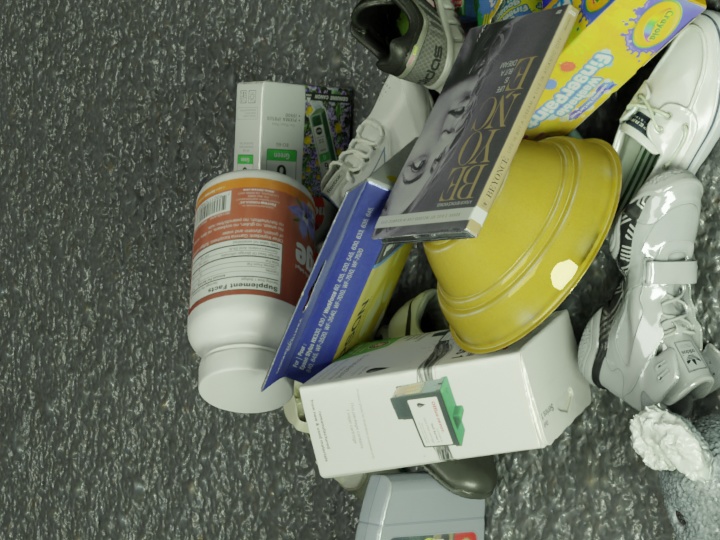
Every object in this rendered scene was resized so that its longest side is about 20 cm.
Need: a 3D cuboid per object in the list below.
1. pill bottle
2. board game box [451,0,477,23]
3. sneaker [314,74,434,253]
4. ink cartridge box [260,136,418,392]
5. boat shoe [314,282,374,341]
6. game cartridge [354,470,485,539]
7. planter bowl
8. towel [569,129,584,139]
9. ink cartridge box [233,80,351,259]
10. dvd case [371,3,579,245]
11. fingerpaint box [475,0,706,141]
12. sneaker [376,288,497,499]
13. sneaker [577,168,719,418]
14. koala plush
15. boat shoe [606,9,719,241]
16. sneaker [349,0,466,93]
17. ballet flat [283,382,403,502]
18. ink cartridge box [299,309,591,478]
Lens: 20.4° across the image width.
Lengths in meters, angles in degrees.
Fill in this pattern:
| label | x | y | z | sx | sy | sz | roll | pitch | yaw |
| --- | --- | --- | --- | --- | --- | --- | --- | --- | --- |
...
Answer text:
| label | x | y | z | sx | sy | sz | roll | pitch | yaw |
| --- | --- | --- | --- | --- | --- | --- | --- | --- | --- |
| pill bottle | -0.098 | 0.020 | 1.798 | 0.112 | 0.112 | 0.201 | -35 | 44 | 46 |
| board game box | 0.058 | -0.323 | 1.842 | 0.151 | 0.036 | 0.201 | -3 | 86 | 52 |
| sneaker | 0.013 | -0.091 | 1.853 | 0.074 | 0.087 | 0.201 | 36 | 115 | 49 |
| ink cartridge box | 0.000 | 0.000 | 1.714 | 0.047 | 0.200 | 0.198 | 27 | 113 | 7 |
| boat shoe | -0.005 | 0.073 | 1.893 | 0.200 | 0.093 | 0.075 | 45 | 123 | 9 |
| game cartridge | 0.050 | 0.277 | 1.753 | 0.041 | 0.133 | 0.201 | 2 | 91 | 53 |
| planter bowl | 0.107 | -0.041 | 1.578 | 0.200 | 0.083 | 0.201 | -44 | 25 | 27 |
| towel | 0.124 | -0.073 | 1.741 | 0.200 | 0.048 | 0.172 | 57 | 134 | 37 |
| ink cartridge box | -0.067 | -0.079 | 1.937 | 0.050 | 0.108 | 0.201 | 4 | 92 | 52 |
| dvd case | 0.088 | -0.113 | 1.574 | 0.148 | 0.016 | 0.201 | -3 | 59 | 62 |
| fingerpaint box | 0.178 | -0.225 | 1.618 | 0.200 | 0.073 | 0.168 | -43 | 40 | 43 |
| sneaker | 0.077 | 0.105 | 1.771 | 0.089 | 0.074 | 0.201 | -52 | 51 | 40 |
| sneaker | 0.244 | 0.028 | 1.560 | 0.115 | 0.075 | 0.201 | 44 | 128 | 43 |
| koala plush | 0.289 | 0.174 | 1.430 | 0.184 | 0.177 | 0.200 | -58 | 46 | 18 |
| boat shoe | 0.237 | -0.108 | 1.576 | 0.073 | 0.066 | 0.201 | 34 | 115 | 47 |
| sneaker | 0.028 | -0.244 | 1.775 | 0.074 | 0.087 | 0.201 | -48 | 49 | 41 |
| ballet flat | -0.027 | 0.161 | 1.914 | 0.200 | 0.063 | 0.068 | 53 | 128 | 39 |
| ink cartridge box | 0.073 | 0.101 | 1.652 | 0.199 | 0.146 | 0.085 | -11 | 99 | 24 |
